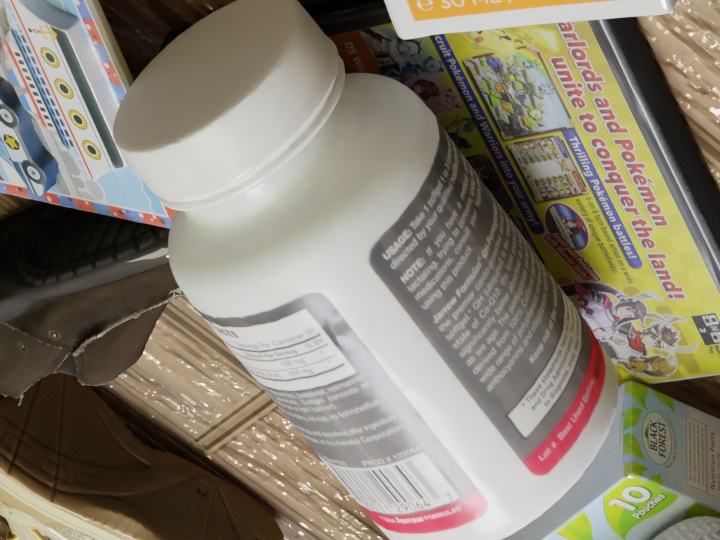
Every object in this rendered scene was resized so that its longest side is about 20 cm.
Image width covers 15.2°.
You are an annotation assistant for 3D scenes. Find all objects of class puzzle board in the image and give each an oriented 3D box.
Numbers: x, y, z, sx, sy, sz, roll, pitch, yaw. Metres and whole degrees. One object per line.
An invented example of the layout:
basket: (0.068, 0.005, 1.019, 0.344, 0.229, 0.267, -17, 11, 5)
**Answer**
puzzle board: (-0.152, -0.103, 0.988, 0.150, 0.017, 0.201, 13, 138, 41)

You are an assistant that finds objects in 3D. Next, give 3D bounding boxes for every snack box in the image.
snack box: (0.111, 0.135, 1.134, 0.142, 0.053, 0.200, 24, 138, -20)

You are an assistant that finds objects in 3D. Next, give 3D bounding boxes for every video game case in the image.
video game case: (0.044, -0.027, 1.033, 0.180, 0.026, 0.200, -10, 128, 29)

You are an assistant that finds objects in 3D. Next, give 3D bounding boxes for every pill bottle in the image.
pill bottle: (0.000, 0.000, 0.977, 0.110, 0.111, 0.200, -17, 124, 33)

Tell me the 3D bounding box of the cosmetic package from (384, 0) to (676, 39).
cosmetic package: (0.035, -0.175, 0.854, 0.101, 0.071, 0.200, -4, 131, 24)

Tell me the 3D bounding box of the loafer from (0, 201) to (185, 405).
loafer: (-0.106, 0.004, 1.093, 0.071, 0.073, 0.200, 40, 145, -25)

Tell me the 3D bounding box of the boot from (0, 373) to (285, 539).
boot: (-0.153, 0.120, 1.220, 0.200, 0.073, 0.155, 32, 133, -20)

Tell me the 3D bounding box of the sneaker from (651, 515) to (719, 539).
sneaker: (0.129, 0.181, 1.084, 0.113, 0.076, 0.200, 24, 134, -17)
